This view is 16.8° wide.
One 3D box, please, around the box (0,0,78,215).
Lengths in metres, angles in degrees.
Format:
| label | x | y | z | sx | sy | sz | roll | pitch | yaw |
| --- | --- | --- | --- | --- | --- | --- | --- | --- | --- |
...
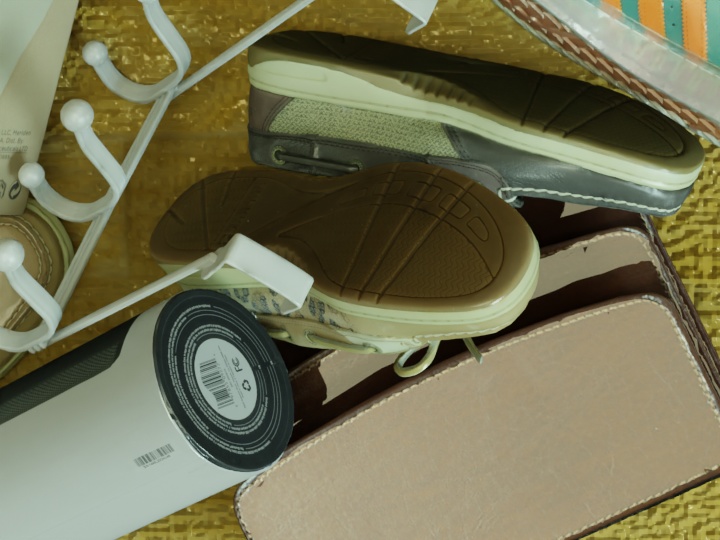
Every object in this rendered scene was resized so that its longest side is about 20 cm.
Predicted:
| label | x | y | z | sx | sy | sz | roll | pitch | yaw |
| --- | --- | --- | --- | --- | --- | --- | --- | --- | --- |
| box | -0.172 | -0.131 | 1.022 | 0.095 | 0.078 | 0.200 | 23 | 102 | 28 |

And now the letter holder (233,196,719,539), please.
| label | x | y | z | sx | sy | sz | roll | pitch | yaw |
| --- | --- | --- | --- | --- | --- | --- | --- | --- | --- |
| letter holder | 0.042 | 0.050 | 1.022 | 0.200 | 0.101 | 0.142 | -26 | 92 | 11 |

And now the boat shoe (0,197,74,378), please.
| label | x | y | z | sx | sy | sz | roll | pitch | yaw |
| --- | --- | --- | --- | --- | --- | --- | --- | --- | --- |
| boat shoe | -0.211 | 0.042 | 1.072 | 0.200 | 0.066 | 0.074 | -39 | 92 | 12 |

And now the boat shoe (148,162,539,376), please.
| label | x | y | z | sx | sy | sz | roll | pitch | yaw |
| --- | --- | --- | --- | --- | --- | --- | --- | --- | --- |
| boat shoe | 0.000 | 0.000 | 0.997 | 0.073 | 0.200 | 0.063 | -52 | 129 | -24 |

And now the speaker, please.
| label | x | y | z | sx | sy | sz | roll | pitch | yaw |
| --- | --- | --- | --- | --- | --- | --- | --- | --- | --- |
| speaker | -0.125 | 0.081 | 1.024 | 0.200 | 0.081 | 0.081 | -27 | 94 | 36 |

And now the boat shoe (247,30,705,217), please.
| label | x | y | z | sx | sy | sz | roll | pitch | yaw |
| --- | --- | --- | --- | --- | --- | --- | --- | --- | --- |
| boat shoe | 0.044 | -0.050 | 1.020 | 0.201 | 0.072 | 0.066 | 16 | 114 | 18 |

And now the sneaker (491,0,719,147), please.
| label | x | y | z | sx | sy | sz | roll | pitch | yaw |
| --- | --- | --- | --- | --- | --- | --- | --- | --- | --- |
| sneaker | 0.123 | -0.117 | 1.006 | 0.200 | 0.071 | 0.080 | 33 | 87 | 4 |

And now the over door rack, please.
| label | x | y | z | sx | sy | sz | roll | pitch | yaw |
| --- | --- | --- | --- | --- | --- | --- | --- | --- | --- |
| over door rack | -0.077 | -0.050 | 0.958 | 0.067 | 0.200 | 0.148 | 39 | 60 | -29 |
